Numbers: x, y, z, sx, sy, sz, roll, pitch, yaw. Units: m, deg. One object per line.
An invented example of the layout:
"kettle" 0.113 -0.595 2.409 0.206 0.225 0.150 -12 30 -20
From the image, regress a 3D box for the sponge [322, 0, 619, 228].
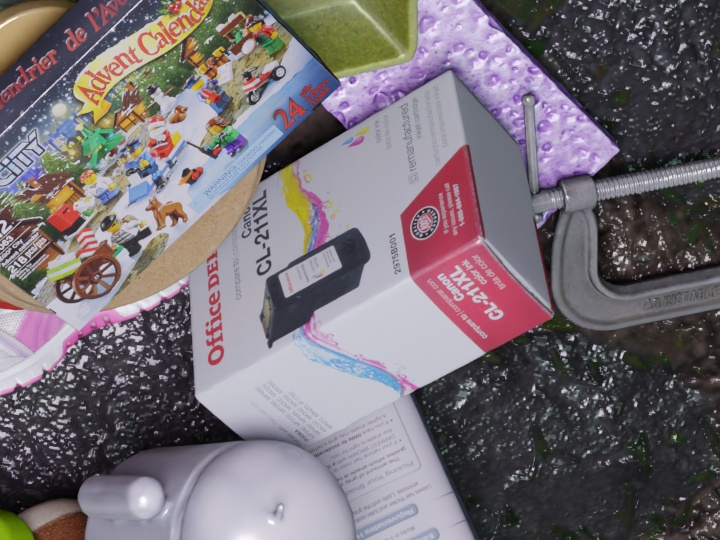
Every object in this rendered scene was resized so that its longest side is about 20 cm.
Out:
"sponge" 0.053 -0.103 1.354 0.112 0.030 0.200 -43 110 11

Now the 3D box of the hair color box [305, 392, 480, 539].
"hair color box" 0.014 0.155 1.366 0.099 0.200 0.061 -26 149 2

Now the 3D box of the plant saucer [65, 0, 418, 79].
"plant saucer" -0.070 -0.180 1.226 0.199 0.048 0.200 -15 141 -11

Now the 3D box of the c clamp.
"c clamp" 0.191 -0.037 1.381 0.199 0.027 0.171 -6 121 -14

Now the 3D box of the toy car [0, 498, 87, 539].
"toy car" -0.172 0.255 1.356 0.158 0.164 0.200 -48 66 13

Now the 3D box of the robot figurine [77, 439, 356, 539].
"robot figurine" -0.080 0.155 1.274 0.169 0.200 0.113 26 68 -33

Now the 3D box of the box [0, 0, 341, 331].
"box" -0.124 -0.074 1.175 0.200 0.038 0.137 -43 137 6

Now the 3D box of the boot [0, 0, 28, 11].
"boot" -0.190 -0.168 1.288 0.199 0.074 0.096 3 135 -15

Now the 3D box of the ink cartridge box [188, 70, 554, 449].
"ink cartridge box" 0.000 0.000 1.297 0.200 0.146 0.083 -29 132 21

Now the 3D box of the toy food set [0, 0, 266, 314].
"toy food set" -0.145 -0.056 1.241 0.199 0.049 0.199 0 126 -34

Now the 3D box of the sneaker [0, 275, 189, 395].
"sneaker" -0.201 0.014 1.333 0.200 0.081 0.088 -33 100 -26
